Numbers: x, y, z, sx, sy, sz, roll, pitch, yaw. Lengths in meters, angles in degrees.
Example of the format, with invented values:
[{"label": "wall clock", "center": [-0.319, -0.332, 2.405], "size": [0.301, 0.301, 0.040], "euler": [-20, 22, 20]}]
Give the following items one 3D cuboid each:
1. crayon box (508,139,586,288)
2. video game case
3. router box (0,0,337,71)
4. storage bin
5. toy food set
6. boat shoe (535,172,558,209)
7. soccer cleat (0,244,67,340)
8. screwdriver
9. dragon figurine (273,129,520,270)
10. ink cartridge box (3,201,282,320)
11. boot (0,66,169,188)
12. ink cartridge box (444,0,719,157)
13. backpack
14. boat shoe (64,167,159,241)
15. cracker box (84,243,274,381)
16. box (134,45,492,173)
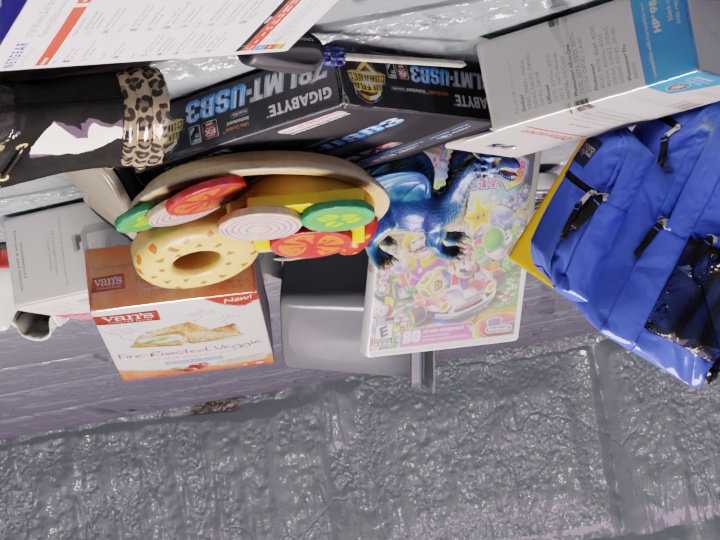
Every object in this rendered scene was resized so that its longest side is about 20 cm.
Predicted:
[{"label": "crayon box", "center": [0.183, -0.047, 1.785], "size": [0.052, 0.126, 0.200], "euler": [33, -175, 12]}, {"label": "video game case", "center": [0.074, -0.030, 1.796], "size": [0.143, 0.201, 0.018], "euler": [-5, -156, -25]}, {"label": "router box", "center": [-0.096, -0.159, 1.156], "size": [0.179, 0.049, 0.200], "euler": [-6, 171, -21]}, {"label": "storage bin", "center": [0.000, 0.000, 1.929], "size": [0.134, 0.200, 0.146], "euler": [0, 129, 1]}, {"label": "toy food set", "center": [-0.077, -0.038, 1.614], "size": [0.199, 0.049, 0.198], "euler": [-4, 163, 0]}, {"label": "boat shoe", "center": [0.116, -0.049, 2.122], "size": [0.069, 0.057, 0.200], "euler": [-2, 169, -43]}, {"label": "soccer cleat", "center": [-0.290, 0.024, 2.065], "size": [0.068, 0.085, 0.200], "euler": [-14, 170, 29]}, {"label": "screwdriver", "center": [0.002, -0.140, 1.459], "size": [0.200, 0.028, 0.029], "euler": [1, -164, -38]}, {"label": "dragon figurine", "center": [0.029, -0.058, 1.709], "size": [0.199, 0.100, 0.059], "euler": [-4, -158, 13]}, {"label": "ink cartridge box", "center": [-0.184, -0.017, 1.907], "size": [0.199, 0.083, 0.146], "euler": [-12, 171, 15]}, {"label": "boot", "center": [-0.212, -0.085, 1.468], "size": [0.150, 0.073, 0.200], "euler": [-7, 166, -16]}, {"label": "ink cartridge box", "center": [0.162, -0.137, 1.535], "size": [0.200, 0.067, 0.116], "euler": [-14, 171, 30]}, {"label": "backpack", "center": [0.232, -0.041, 1.612], "size": [0.168, 0.200, 0.163], "euler": [30, -173, -15]}, {"label": "boat shoe", "center": [-0.180, -0.074, 1.690], "size": [0.063, 0.073, 0.200], "euler": [-51, 170, -9]}, {"label": "cracker box", "center": [-0.145, 0.032, 1.813], "size": [0.134, 0.058, 0.200], "euler": [-7, 160, 0]}, {"label": "box", "center": [-0.029, -0.108, 1.598], "size": [0.200, 0.050, 0.198], "euler": [-16, 171, 36]}]
